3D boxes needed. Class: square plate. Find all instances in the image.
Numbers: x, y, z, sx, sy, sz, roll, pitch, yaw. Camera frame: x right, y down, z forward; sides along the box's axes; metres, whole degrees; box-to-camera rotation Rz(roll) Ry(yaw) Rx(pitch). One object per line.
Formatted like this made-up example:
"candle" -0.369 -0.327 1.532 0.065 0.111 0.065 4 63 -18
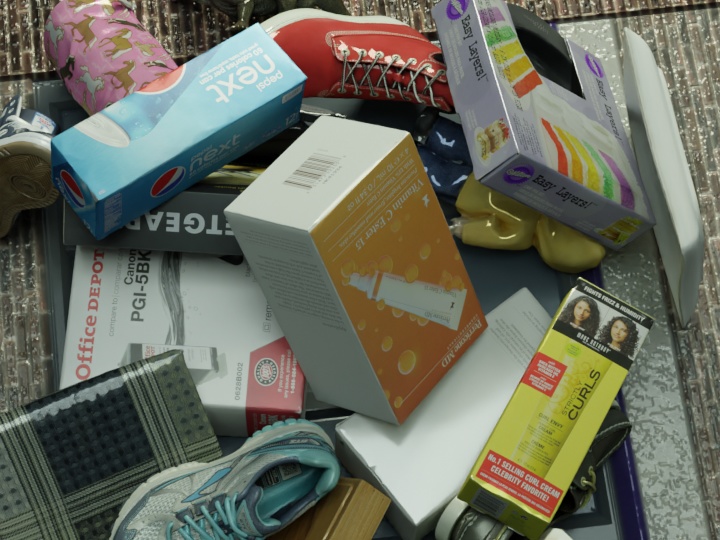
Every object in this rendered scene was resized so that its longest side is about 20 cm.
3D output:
"square plate" 0.251 -0.074 1.571 0.028 0.200 0.199 -13 70 5

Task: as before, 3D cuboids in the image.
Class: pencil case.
"pencil case" -0.198 -0.164 1.624 0.083 0.087 0.200 -1 34 -34

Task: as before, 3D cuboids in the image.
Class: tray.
"tray" -0.059 0.255 1.494 0.037 0.099 0.200 39 69 -24

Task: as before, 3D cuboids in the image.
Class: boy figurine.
"boy figurine" 0.127 -0.068 1.641 0.200 0.064 0.124 30 71 9

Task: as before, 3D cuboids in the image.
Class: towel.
"towel" -0.197 0.181 1.509 0.192 0.035 0.201 -22 106 -12

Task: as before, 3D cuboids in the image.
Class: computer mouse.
"computer mouse" -0.078 -0.116 1.620 0.199 0.140 0.046 17 83 6

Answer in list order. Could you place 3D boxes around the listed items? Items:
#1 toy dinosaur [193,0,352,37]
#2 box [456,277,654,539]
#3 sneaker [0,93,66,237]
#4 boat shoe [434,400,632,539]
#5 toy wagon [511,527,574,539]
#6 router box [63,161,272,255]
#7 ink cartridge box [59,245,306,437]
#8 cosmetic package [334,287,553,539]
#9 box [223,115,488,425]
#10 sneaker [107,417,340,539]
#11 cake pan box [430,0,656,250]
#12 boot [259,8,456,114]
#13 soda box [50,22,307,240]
"toy dinosaur" -0.079 -0.249 1.700 0.199 0.077 0.103 -1 76 2
"box" 0.152 0.106 1.485 0.075 0.050 0.200 30 63 5
"sneaker" -0.273 -0.103 1.585 0.070 0.200 0.109 35 63 -15
"boat shoe" 0.150 0.173 1.525 0.201 0.072 0.060 -32 55 -30
"toy wagon" 0.125 0.303 1.512 0.155 0.040 0.201 3 70 1
"router box" -0.135 -0.055 1.582 0.199 0.157 0.052 3 103 0
"ink cartridge box" -0.141 0.055 1.578 0.199 0.083 0.147 3 70 0
"cosmetic package" 0.087 0.119 1.556 0.200 0.085 0.108 -35 74 -13
"box" 0.000 0.000 1.483 0.097 0.200 0.124 14 51 42
"sneaker" -0.105 0.182 1.473 0.200 0.086 0.078 -32 109 -10
"cake pan box" 0.151 -0.130 1.592 0.052 0.184 0.200 -35 48 29
"boot" 0.008 -0.167 1.603 0.200 0.073 0.144 -11 29 -40
"soda box" -0.142 -0.110 1.490 0.200 0.064 0.068 -33 71 -23
